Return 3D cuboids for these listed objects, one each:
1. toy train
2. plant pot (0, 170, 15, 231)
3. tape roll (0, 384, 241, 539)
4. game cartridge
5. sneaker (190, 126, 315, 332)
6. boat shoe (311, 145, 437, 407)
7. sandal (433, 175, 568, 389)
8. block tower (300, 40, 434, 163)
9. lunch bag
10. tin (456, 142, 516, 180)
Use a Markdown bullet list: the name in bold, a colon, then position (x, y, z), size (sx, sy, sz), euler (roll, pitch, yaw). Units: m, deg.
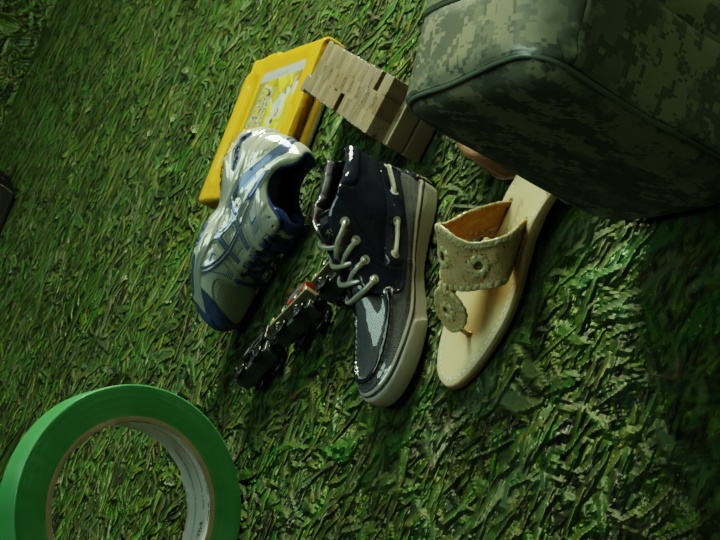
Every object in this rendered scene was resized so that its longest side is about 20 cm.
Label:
- **toy train**: position (-0.049, 0.036, 1.107), size (0.200, 0.034, 0.046), euler (-46, 19, 35)
- **plant pot**: position (-0.773, -0.135, 2.431), size (0.178, 0.199, 0.199), euler (-51, 27, 2)
- **tape roll**: position (-0.195, 0.197, 1.048), size (0.048, 0.199, 0.203), euler (-17, 53, 55)
- **game cartridge**: position (-0.100, -0.153, 1.362), size (0.199, 0.032, 0.179), euler (1, 69, 60)
- **sneaker**: position (-0.101, -0.034, 1.214), size (0.087, 0.075, 0.203), euler (18, 99, 35)
- **boat shoe**: position (0.000, 0.000, 0.974), size (0.074, 0.092, 0.202), euler (-34, 39, 45)
- **sandal**: position (0.084, -0.027, 0.868), size (0.213, 0.069, 0.078), euler (-60, 26, 10)
- **block tower**: position (0.007, -0.156, 1.140), size (0.058, 0.054, 0.200), euler (-61, 27, 6)
- **lunch bag**: position (0.139, -0.140, 0.726), size (0.139, 0.198, 0.170), euler (-9, 62, 56)
- **tin**: position (0.113, -0.157, 0.965), size (0.112, 0.042, 0.202), euler (-42, 34, 31)
